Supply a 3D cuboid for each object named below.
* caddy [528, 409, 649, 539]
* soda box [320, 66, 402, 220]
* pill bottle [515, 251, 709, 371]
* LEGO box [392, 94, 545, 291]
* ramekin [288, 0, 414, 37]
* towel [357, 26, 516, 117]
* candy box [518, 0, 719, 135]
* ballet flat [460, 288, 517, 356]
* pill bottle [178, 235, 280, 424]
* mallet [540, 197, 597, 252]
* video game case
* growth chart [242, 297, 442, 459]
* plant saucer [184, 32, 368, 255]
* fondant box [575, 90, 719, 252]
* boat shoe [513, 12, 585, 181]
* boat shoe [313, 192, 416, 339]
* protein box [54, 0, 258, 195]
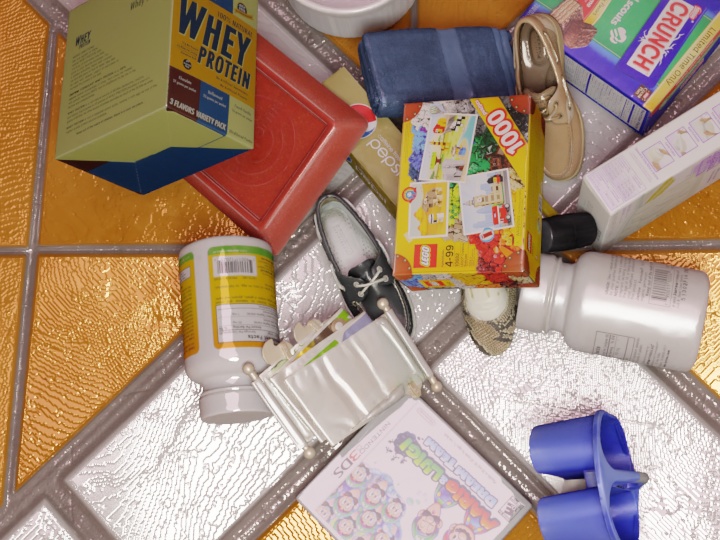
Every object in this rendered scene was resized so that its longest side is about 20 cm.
[{"bbox_3d":[0.250,0.222,1.294,0.105,0.200,0.142,-10,75,20],"label":"caddy"},{"bbox_3d":[0.019,-0.144,1.479,0.064,0.068,0.200,-38,74,-7],"label":"soda box"},{"bbox_3d":[0.280,0.040,1.378,0.199,0.114,0.115,11,75,10],"label":"pill bottle"},{"bbox_3d":[0.121,-0.083,1.360,0.148,0.077,0.201,-2,74,21],"label":"LEGO box"},{"bbox_3d":[-0.013,-0.389,1.537,0.199,0.098,0.201,-1,74,4],"label":"ramekin"},{"bbox_3d":[0.097,-0.236,1.479,0.199,0.049,0.112,-5,73,-22],"label":"towel"},{"bbox_3d":[0.317,-0.292,1.489,0.200,0.077,0.169,38,81,13],"label":"candy box"},{"bbox_3d":[0.146,-0.005,1.424,0.068,0.075,0.201,-1,74,19],"label":"ballet flat"},{"bbox_3d":[-0.148,0.070,1.412,0.111,0.111,0.201,-7,74,3],"label":"pill bottle"},{"bbox_3d":[0.191,-0.089,1.426,0.066,0.041,0.200,-15,46,-28],"label":"mallet"},{"bbox_3d":[0.059,0.261,1.384,0.200,0.024,0.182,43,82,14],"label":"video game case"},{"bbox_3d":[-0.020,0.114,1.374,0.200,0.018,0.145,-27,87,-21],"label":"growth chart"},{"bbox_3d":[-0.123,-0.155,1.472,0.200,0.037,0.200,40,102,19],"label":"plant saucer"},{"bbox_3d":[0.344,-0.112,1.400,0.200,0.144,0.058,-33,73,-4],"label":"fondant box"},{"bbox_3d":[0.213,-0.199,1.445,0.071,0.064,0.201,-10,99,29],"label":"boat shoe"},{"bbox_3d":[0.000,0.000,1.444,0.075,0.060,0.200,-33,74,-5],"label":"boat shoe"},{"bbox_3d":[-0.236,-0.225,1.439,0.198,0.135,0.201,-17,63,37],"label":"protein box"}]
